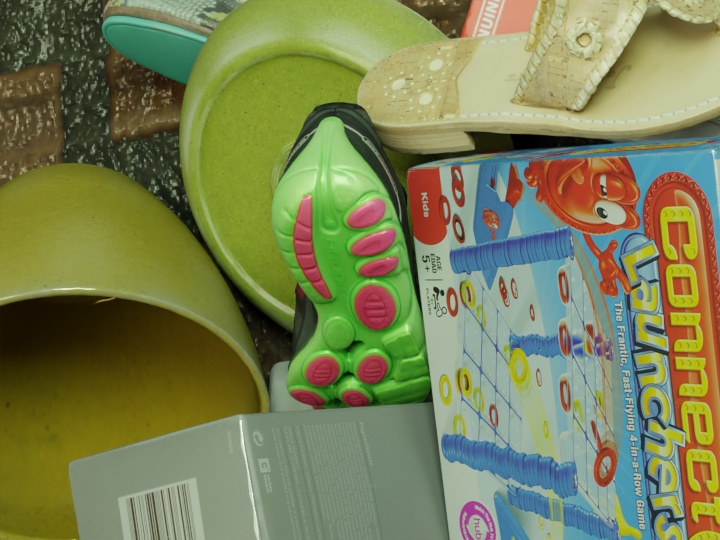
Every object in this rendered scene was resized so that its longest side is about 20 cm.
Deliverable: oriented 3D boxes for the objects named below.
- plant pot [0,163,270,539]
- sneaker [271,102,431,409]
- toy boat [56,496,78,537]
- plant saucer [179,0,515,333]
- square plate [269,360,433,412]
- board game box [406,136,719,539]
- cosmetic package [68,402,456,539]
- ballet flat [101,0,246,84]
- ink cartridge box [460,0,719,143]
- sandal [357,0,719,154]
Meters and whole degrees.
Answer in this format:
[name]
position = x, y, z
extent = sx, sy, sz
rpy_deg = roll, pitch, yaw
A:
[plant pot]
position = -0.152, 0.028, 1.139
extent = 0.200, 0.200, 0.143
rpy_deg = -37, 40, 27
[sneaker]
position = 0.000, 0.000, 1.025
extent = 0.076, 0.201, 0.084
rpy_deg = 4, 51, 4
[toy boat]
position = -0.188, 0.168, 1.198
extent = 0.130, 0.131, 0.200
rpy_deg = -35, 67, -5
[plant saucer]
position = -0.014, -0.043, 1.082
extent = 0.199, 0.031, 0.202
rpy_deg = 13, 117, 26
[square plate]
position = 0.028, 0.146, 1.094
extent = 0.197, 0.028, 0.202
rpy_deg = -1, 87, 33
[board game box]
position = 0.110, 0.046, 0.929
extent = 0.195, 0.056, 0.202
rpy_deg = -1, 98, 54
[cosmetic package]
position = -0.028, 0.111, 0.998
extent = 0.106, 0.199, 0.091
rpy_deg = -19, 76, 34
[ballet flat]
position = -0.040, -0.117, 1.132
extent = 0.199, 0.069, 0.071
rpy_deg = 22, 72, 24
[ink cartridge box]
position = 0.143, -0.156, 0.997
extent = 0.172, 0.044, 0.201
rpy_deg = 20, 99, 16
[sandal]
position = 0.086, -0.103, 0.947
extent = 0.210, 0.070, 0.078
rpy_deg = -9, 49, 25
